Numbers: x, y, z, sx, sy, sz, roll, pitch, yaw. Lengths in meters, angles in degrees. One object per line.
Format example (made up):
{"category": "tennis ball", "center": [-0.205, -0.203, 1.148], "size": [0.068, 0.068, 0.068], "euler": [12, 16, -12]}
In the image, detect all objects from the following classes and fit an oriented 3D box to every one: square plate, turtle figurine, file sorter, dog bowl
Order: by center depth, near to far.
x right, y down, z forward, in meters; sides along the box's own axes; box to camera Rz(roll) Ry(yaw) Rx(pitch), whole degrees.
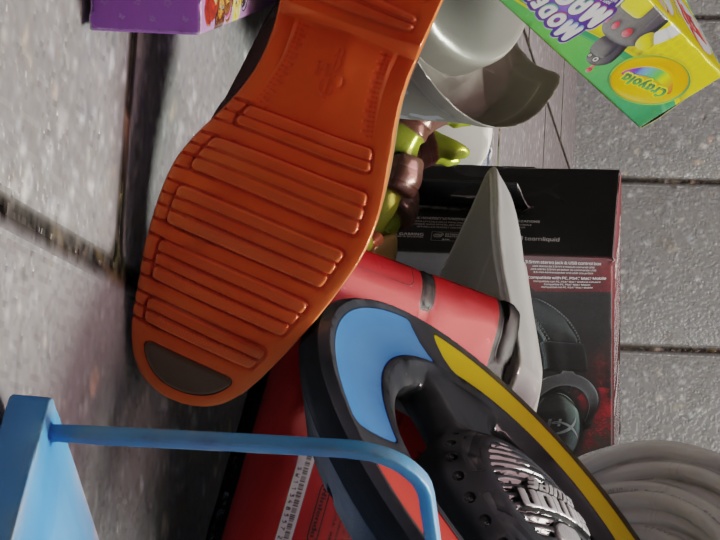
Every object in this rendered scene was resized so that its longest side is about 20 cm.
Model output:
{"category": "file sorter", "center": [-0.047, 0.157, 0.613], "size": [0.139, 0.122, 0.200], "euler": [81, 15, -49]}
{"category": "dog bowl", "center": [0.025, -0.156, 0.967], "size": [0.200, 0.058, 0.201], "euler": [18, 69, -58]}
{"category": "square plate", "center": [0.038, 0.080, 1.027], "size": [0.198, 0.028, 0.200], "euler": [-92, -159, -63]}
{"category": "turtle figurine", "center": [0.000, 0.000, 1.044], "size": [0.200, 0.064, 0.162], "euler": [71, 40, -64]}

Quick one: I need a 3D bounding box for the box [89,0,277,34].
{"category": "box", "center": [-0.049, -0.159, 0.782], "size": [0.200, 0.039, 0.137], "euler": [-52, 145, -75]}

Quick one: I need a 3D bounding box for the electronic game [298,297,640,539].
{"category": "electronic game", "center": [0.052, 0.089, 0.789], "size": [0.200, 0.042, 0.200], "euler": [43, 17, -17]}

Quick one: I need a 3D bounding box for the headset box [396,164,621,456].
{"category": "headset box", "center": [0.061, 0.029, 1.176], "size": [0.077, 0.148, 0.200], "euler": [-79, 168, -49]}

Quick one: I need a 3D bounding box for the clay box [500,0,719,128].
{"category": "clay box", "center": [0.078, -0.136, 0.908], "size": [0.200, 0.048, 0.115], "euler": [34, 28, -53]}

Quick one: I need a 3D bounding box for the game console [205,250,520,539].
{"category": "game console", "center": [-0.021, 0.094, 0.917], "size": [0.172, 0.118, 0.201], "euler": [19, 84, -42]}

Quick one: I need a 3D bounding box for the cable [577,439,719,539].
{"category": "cable", "center": [0.108, 0.167, 0.890], "size": [0.069, 0.200, 0.201], "euler": [37, 63, -41]}

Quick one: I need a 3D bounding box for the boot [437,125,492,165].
{"category": "boot", "center": [0.040, -0.079, 1.283], "size": [0.200, 0.072, 0.091], "euler": [96, 4, -56]}

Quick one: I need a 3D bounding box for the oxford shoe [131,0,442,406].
{"category": "oxford shoe", "center": [-0.019, -0.045, 0.794], "size": [0.200, 0.071, 0.073], "euler": [-63, -179, -2]}
